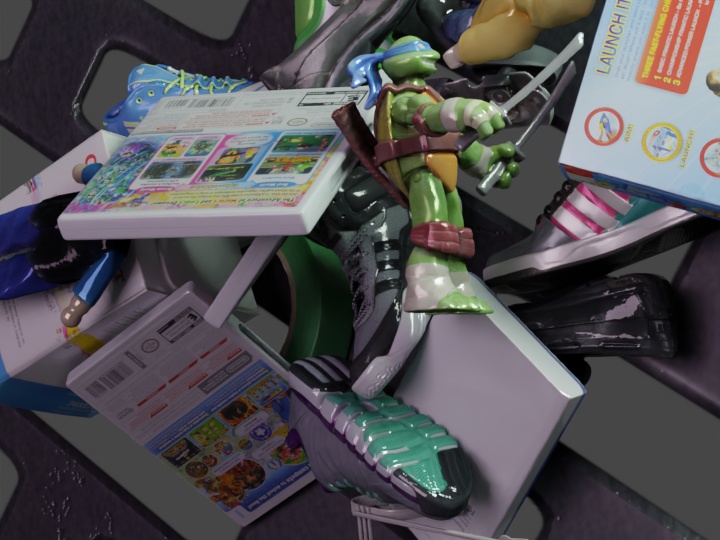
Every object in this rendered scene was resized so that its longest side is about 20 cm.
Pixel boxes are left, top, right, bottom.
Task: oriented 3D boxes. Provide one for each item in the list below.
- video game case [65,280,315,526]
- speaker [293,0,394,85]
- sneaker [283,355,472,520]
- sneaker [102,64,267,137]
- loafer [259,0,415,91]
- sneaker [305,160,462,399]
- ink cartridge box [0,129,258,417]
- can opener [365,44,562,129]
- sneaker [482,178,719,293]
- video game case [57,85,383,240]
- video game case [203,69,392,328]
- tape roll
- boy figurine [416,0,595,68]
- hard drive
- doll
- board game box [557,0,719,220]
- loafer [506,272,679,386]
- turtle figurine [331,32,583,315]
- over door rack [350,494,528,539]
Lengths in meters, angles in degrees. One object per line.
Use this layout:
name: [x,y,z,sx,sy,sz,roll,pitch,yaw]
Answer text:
video game case: [-0.112,0.109,1.611,0.143,0.200,0.018,-36,26,25]
speaker: [-0.015,-0.252,1.665,0.088,0.088,0.201,-11,74,35]
sneaker: [0.011,0.144,1.520,0.200,0.074,0.088,41,128,45]
sneaker: [-0.139,-0.135,1.716,0.200,0.105,0.076,-26,28,31]
loafer: [-0.001,-0.205,1.572,0.072,0.073,0.200,32,87,-1]
sneaker: [0.000,0.000,1.545,0.076,0.114,0.200,-54,12,52]
ink cartridge box: [-0.215,0.007,1.666,0.200,0.146,0.147,-31,64,28]
can opener: [0.070,-0.139,1.614,0.199,0.053,0.067,-2,45,37]
sneaker: [0.168,-0.064,1.492,0.199,0.084,0.121,-21,73,23]
video game case: [-0.096,-0.079,1.486,0.199,0.182,0.024,-1,123,25]
video game case: [-0.045,-0.056,1.559,0.017,0.200,0.143,35,131,-1]
tape roll: [-0.098,0.040,1.693,0.200,0.048,0.201,-8,76,35]
boy figurine: [0.109,-0.199,1.514,0.124,0.064,0.200,-49,16,-10]
hard drive: [0.078,0.119,1.509,0.132,0.025,0.200,47,130,28]
doll: [-0.226,-0.020,1.556,0.199,0.048,0.137,-17,60,23]
board game box: [0.258,-0.136,1.403,0.195,0.056,0.201,17,86,14]
loafer: [0.143,0.055,1.497,0.200,0.068,0.071,-17,77,36]
turtle figurine: [0.087,-0.067,1.412,0.144,0.199,0.195,173,97,-71]
over door rack: [0.070,0.248,1.478,0.200,0.066,0.148,10,108,56]
